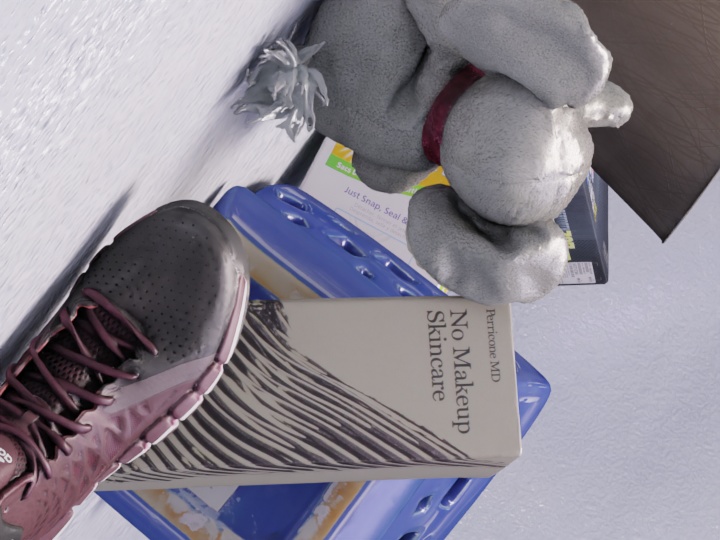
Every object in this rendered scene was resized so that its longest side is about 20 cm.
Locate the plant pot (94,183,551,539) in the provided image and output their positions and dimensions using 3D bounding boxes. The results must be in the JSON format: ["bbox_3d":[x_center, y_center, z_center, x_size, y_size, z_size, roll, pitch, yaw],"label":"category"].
[{"bbox_3d":[-0.039,0.078,1.208,0.201,0.199,0.180,-53,168,4],"label":"plant pot"}]

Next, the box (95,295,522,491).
[{"bbox_3d":[-0.029,0.057,1.056,0.068,0.198,0.083,128,-42,-73],"label":"box"}]

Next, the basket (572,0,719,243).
[{"bbox_3d":[0.144,-0.143,1.294,0.181,0.199,0.136,-51,175,-25],"label":"basket"}]

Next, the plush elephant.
[{"bbox_3d":[0.055,-0.083,1.050,0.200,0.154,0.166,-41,157,-50],"label":"plush elephant"}]

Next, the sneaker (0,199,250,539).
[{"bbox_3d":[-0.125,0.060,0.938,0.201,0.075,0.115,-53,172,11],"label":"sneaker"}]

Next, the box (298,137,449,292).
[{"bbox_3d":[0.000,0.000,1.362,0.201,0.101,0.112,-63,175,1],"label":"box"}]

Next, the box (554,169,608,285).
[{"bbox_3d":[0.133,-0.098,1.497,0.200,0.050,0.159,66,25,-65],"label":"box"}]
